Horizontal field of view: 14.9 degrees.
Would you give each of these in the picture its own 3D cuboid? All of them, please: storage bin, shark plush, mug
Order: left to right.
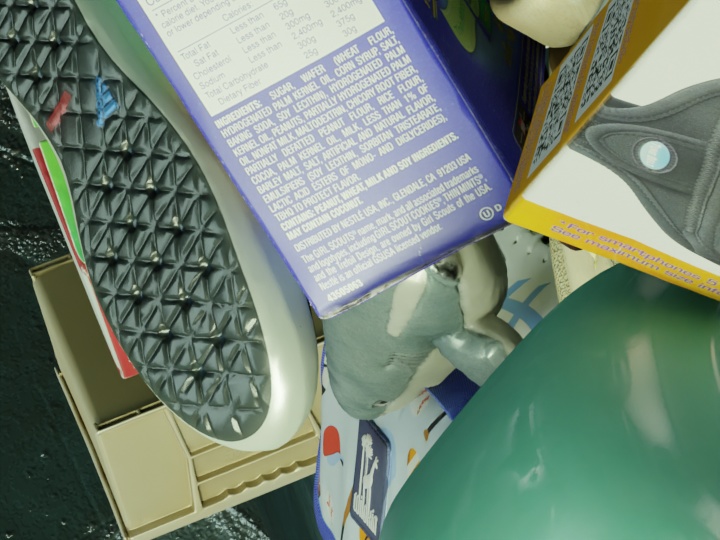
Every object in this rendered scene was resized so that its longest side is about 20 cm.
[{"bbox_3d":[-0.094,0.051,1.778,0.200,0.198,0.094,-121,13,-54],"label":"storage bin"},{"bbox_3d":[0.000,0.000,0.948,0.200,0.083,0.091,42,-148,-66],"label":"shark plush"},{"bbox_3d":[0.106,0.066,0.689,0.152,0.184,0.115,54,131,20],"label":"mug"}]

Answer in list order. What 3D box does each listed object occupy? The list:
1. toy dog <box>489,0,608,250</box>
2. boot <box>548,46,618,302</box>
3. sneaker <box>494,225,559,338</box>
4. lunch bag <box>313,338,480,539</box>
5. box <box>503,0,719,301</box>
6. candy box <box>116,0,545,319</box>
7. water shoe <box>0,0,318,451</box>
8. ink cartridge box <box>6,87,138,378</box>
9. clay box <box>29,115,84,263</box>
[{"bbox_3d":[0.093,-0.048,0.683,0.200,0.131,0.097,104,-173,-86],"label":"toy dog"},{"bbox_3d":[0.112,0.023,0.859,0.156,0.072,0.201,87,157,-71],"label":"boot"},{"bbox_3d":[0.070,-0.006,1.072,0.200,0.071,0.073,-147,47,-71],"label":"sneaker"},{"bbox_3d":[0.061,0.110,1.108,0.201,0.123,0.170,61,173,-26],"label":"lunch bag"},{"bbox_3d":[0.110,-0.033,0.551,0.200,0.118,0.042,127,163,-73],"label":"box"},{"bbox_3d":[-0.026,-0.112,0.785,0.201,0.077,0.169,58,-164,-17],"label":"candy box"},{"bbox_3d":[-0.049,-0.042,0.823,0.072,0.079,0.201,-46,64,41],"label":"water shoe"},{"bbox_3d":[-0.041,-0.062,1.213,0.084,0.199,0.145,76,171,-52],"label":"ink cartridge box"},{"bbox_3d":[-0.034,-0.081,1.111,0.048,0.199,0.116,-168,58,-80],"label":"clay box"}]
